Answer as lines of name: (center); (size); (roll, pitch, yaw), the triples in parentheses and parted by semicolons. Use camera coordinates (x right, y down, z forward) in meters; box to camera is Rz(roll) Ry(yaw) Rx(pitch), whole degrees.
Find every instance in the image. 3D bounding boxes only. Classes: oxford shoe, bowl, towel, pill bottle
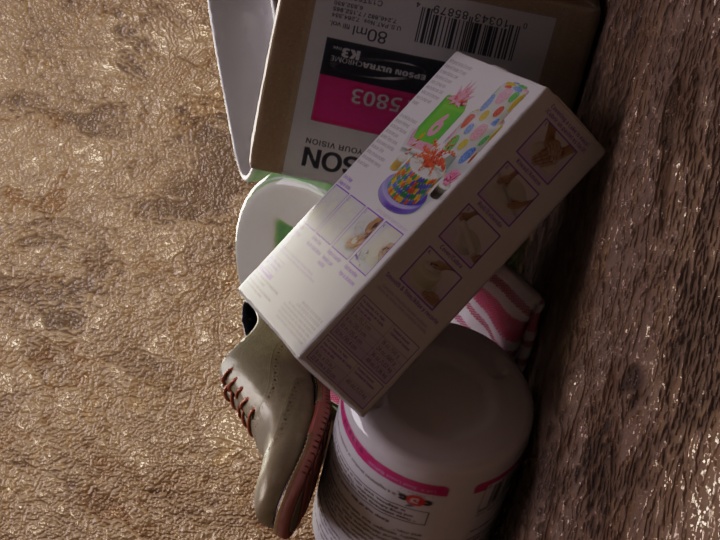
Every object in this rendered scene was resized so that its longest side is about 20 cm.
oxford shoe: (-0.056, 0.088, 1.060); (0.200, 0.073, 0.071); (-85, 9, -58)
bowl: (-0.057, -0.185, 1.257); (0.200, 0.074, 0.201); (117, 145, -61)
towel: (0.040, 0.049, 1.104); (0.030, 0.146, 0.201); (-27, -35, -38)
pill bottle: (0.031, 0.134, 1.049); (0.201, 0.112, 0.114); (104, 176, -48)

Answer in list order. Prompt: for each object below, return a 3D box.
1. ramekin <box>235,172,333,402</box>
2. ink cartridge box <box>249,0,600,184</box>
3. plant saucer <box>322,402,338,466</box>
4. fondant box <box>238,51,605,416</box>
ramekin: (0.000, 0.000, 1.228); (0.097, 0.200, 0.201); (-27, -36, -38)
ink cartridge box: (0.038, -0.131, 1.094); (0.075, 0.198, 0.166); (-85, 6, -55)
plant saucer: (-0.006, 0.129, 1.310); (0.030, 0.200, 0.200); (-48, 6, 6)
fondant box: (0.030, -0.027, 0.978); (0.200, 0.058, 0.144); (-48, 23, 0)
